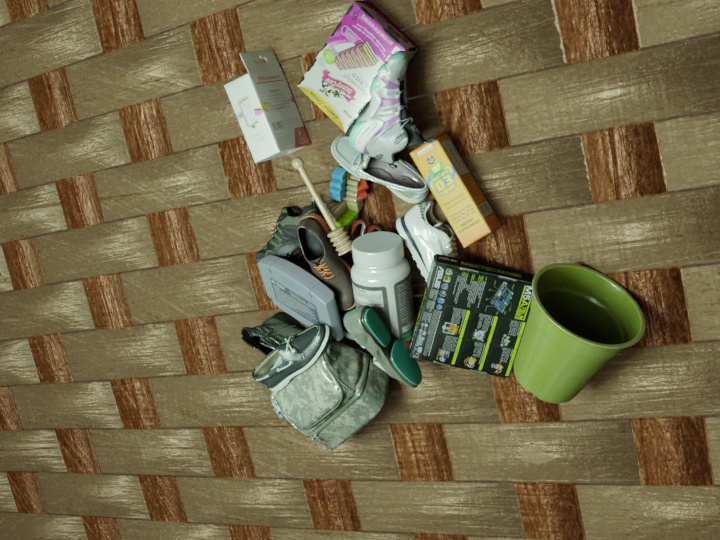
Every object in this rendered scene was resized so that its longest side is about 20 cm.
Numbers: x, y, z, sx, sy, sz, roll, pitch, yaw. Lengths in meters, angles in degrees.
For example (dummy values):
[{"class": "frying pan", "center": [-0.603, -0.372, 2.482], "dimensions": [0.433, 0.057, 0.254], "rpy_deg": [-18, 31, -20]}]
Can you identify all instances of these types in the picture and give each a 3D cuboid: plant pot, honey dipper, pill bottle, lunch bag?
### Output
[{"class": "plant pot", "center": [0.353, 0.122, 1.565], "dimensions": [0.200, 0.200, 0.190], "rpy_deg": [34, 131, 16]}, {"class": "honey dipper", "center": [-0.073, -0.122, 1.705], "dimensions": [0.038, 0.038, 0.200], "rpy_deg": [-27, 95, 32]}, {"class": "pill bottle", "center": [0.042, 0.036, 1.717], "dimensions": [0.113, 0.113, 0.200], "rpy_deg": [8, 120, 27]}, {"class": "lunch bag", "center": [-0.064, 0.240, 1.814], "dimensions": [0.168, 0.139, 0.200], "rpy_deg": [36, 126, -15]}]

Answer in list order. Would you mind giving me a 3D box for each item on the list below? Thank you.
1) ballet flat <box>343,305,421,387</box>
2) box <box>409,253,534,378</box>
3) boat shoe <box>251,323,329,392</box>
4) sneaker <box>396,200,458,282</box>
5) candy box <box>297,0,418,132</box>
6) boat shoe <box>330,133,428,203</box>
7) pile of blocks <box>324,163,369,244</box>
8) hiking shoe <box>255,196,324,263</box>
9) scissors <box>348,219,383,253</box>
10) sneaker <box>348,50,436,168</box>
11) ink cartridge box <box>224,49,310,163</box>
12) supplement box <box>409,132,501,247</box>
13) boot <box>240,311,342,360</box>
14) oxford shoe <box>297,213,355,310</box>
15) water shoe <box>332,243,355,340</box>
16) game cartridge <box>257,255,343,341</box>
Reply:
[{"class": "ballet flat", "center": [0.039, 0.142, 1.681], "dimensions": [0.064, 0.067, 0.200], "rpy_deg": [-18, 122, 37]}, {"class": "box", "center": [0.204, 0.085, 1.659], "dimensions": [0.193, 0.048, 0.200], "rpy_deg": [11, 113, -4]}, {"class": "boat shoe", "center": [-0.136, 0.164, 1.759], "dimensions": [0.060, 0.076, 0.200], "rpy_deg": [30, 120, -24]}, {"class": "sneaker", "center": [0.147, -0.031, 1.687], "dimensions": [0.080, 0.076, 0.200], "rpy_deg": [-33, 89, 23]}, {"class": "candy box", "center": [-0.007, -0.373, 1.673], "dimensions": [0.136, 0.061, 0.200], "rpy_deg": [45, 121, 10]}, {"class": "boat shoe", "center": [0.037, -0.194, 1.676], "dimensions": [0.202, 0.065, 0.074], "rpy_deg": [34, 81, 7]}, {"class": "pile of blocks", "center": [-0.021, -0.137, 1.739], "dimensions": [0.062, 0.082, 0.200], "rpy_deg": [17, 112, 24]}, {"class": "hiking shoe", "center": [-0.141, -0.075, 1.842], "dimensions": [0.200, 0.076, 0.101], "rpy_deg": [-26, 69, 37]}, {"class": "scissors", "center": [0.000, 0.000, 1.766], "dimensions": [0.014, 0.073, 0.200], "rpy_deg": [27, 111, 56]}, {"class": "sneaker", "center": [0.077, -0.272, 1.595], "dimensions": [0.140, 0.078, 0.200], "rpy_deg": [32, 125, 11]}, {"class": "ink cartridge box", "center": [-0.185, -0.318, 1.757], "dimensions": [0.067, 0.116, 0.200], "rpy_deg": [-19, 94, 32]}, {"class": "supplement box", "center": [0.170, -0.145, 1.640], "dimensions": [0.067, 0.069, 0.200], "rpy_deg": [-32, 85, 30]}, {"class": "boot", "center": [-0.139, 0.159, 1.865], "dimensions": [0.200, 0.131, 0.068], "rpy_deg": [24, 116, 21]}, {"class": "oxford shoe", "center": [-0.070, -0.007, 1.728], "dimensions": [0.071, 0.073, 0.200], "rpy_deg": [-24, 101, 22]}, {"class": "water shoe", "center": [-0.032, 0.044, 1.795], "dimensions": [0.079, 0.071, 0.200], "rpy_deg": [-27, 90, 53]}, {"class": "game cartridge", "center": [-0.117, 0.049, 1.786], "dimensions": [0.200, 0.042, 0.133], "rpy_deg": [30, 143, 35]}]
